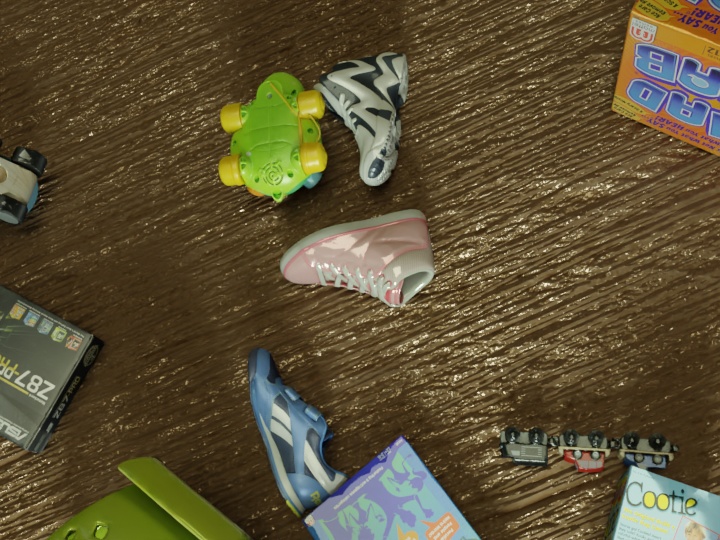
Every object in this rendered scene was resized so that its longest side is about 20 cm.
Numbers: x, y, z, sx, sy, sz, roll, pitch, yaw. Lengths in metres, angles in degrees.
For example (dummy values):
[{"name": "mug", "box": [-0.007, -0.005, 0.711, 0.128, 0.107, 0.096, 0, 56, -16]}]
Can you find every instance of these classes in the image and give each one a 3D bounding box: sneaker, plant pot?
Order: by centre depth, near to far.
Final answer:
[{"name": "plant pot", "box": [-0.212, 0.328, 0.883, 0.198, 0.200, 0.183, 31, 70, 20]}, {"name": "sneaker", "box": [-0.078, 0.181, 0.979, 0.081, 0.074, 0.204, -22, 74, -1]}, {"name": "sneaker", "box": [0.000, 0.000, 1.028, 0.196, 0.076, 0.107, -16, 62, -1]}, {"name": "sneaker", "box": [-0.011, -0.206, 1.109, 0.126, 0.080, 0.204, 5, 70, 13]}]

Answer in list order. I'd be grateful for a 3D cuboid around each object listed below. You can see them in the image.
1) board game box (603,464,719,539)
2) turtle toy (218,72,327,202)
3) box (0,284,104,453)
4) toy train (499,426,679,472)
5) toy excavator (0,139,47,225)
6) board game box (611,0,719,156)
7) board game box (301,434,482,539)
[{"name": "board game box", "box": [0.292, 0.319, 0.838, 0.103, 0.103, 0.204, 16, 73, 16]}, {"name": "turtle toy", "box": [-0.108, -0.181, 1.104, 0.142, 0.101, 0.205, -6, 68, 10]}, {"name": "box", "box": [-0.458, 0.116, 1.073, 0.197, 0.049, 0.164, 26, 77, 10]}, {"name": "toy train", "box": [0.254, 0.203, 0.927, 0.195, 0.034, 0.047, 1, 73, 11]}, {"name": "toy excavator", "box": [-0.565, -0.128, 1.175, 0.192, 0.199, 0.102, 25, 67, -28]}, {"name": "board game box", "box": [0.442, -0.286, 0.989, 0.197, 0.201, 0.202, 28, 76, 19]}, {"name": "board game box", "box": [0.051, 0.312, 0.916, 0.151, 0.045, 0.201, -39, 68, -5]}]
